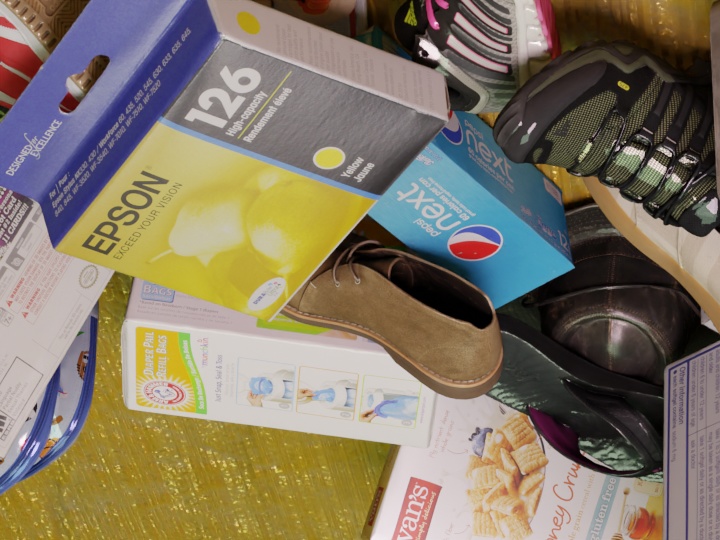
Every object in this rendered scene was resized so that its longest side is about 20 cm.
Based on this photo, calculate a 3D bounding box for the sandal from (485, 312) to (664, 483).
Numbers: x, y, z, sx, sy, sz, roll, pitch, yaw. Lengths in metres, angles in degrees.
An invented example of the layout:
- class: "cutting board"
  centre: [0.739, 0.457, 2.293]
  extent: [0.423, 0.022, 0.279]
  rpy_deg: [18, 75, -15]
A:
- class: "sandal"
  centre: [0.141, 0.095, 1.548]
  extent: [0.200, 0.048, 0.075]
  rpy_deg: [25, 135, -11]

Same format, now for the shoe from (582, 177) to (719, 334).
- class: "shoe"
  centre: [0.202, -0.017, 1.441]
  extent: [0.053, 0.200, 0.070]
  rpy_deg: [-47, 157, 22]

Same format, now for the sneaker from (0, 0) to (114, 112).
- class: "sneaker"
  centre: [-0.205, -0.163, 1.375]
  extent: [0.112, 0.071, 0.200]
  rpy_deg: [-5, 126, 56]

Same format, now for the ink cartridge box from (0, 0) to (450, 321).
- class: "ink cartridge box"
  centre: [-0.086, -0.066, 1.352]
  extent: [0.200, 0.047, 0.198]
  rpy_deg: [17, 137, -28]

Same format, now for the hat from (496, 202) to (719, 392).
- class: "hat"
  centre: [0.167, 0.043, 1.579]
  extent: [0.200, 0.081, 0.201]
  rpy_deg: [3, 143, 2]

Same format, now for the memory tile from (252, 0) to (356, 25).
- class: "memory tile"
  centre: [-0.092, -0.203, 1.334]
  extent: [0.153, 0.017, 0.200]
  rpy_deg: [-5, 135, 15]

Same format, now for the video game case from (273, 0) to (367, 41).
- class: "video game case"
  centre: [-0.065, -0.113, 1.464]
  extent: [0.143, 0.017, 0.200]
  rpy_deg: [3, 142, 5]

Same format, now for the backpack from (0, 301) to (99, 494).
- class: "backpack"
  centre: [-0.264, 0.066, 1.584]
  extent: [0.154, 0.191, 0.200]
  rpy_deg: [31, 135, -29]

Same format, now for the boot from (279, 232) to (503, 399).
- class: "boot"
  centre: [0.000, 0.000, 1.484]
  extent: [0.200, 0.074, 0.076]
  rpy_deg: [27, 151, 17]

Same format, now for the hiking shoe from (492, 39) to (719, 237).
- class: "hiking shoe"
  centre: [0.167, -0.069, 1.368]
  extent: [0.200, 0.101, 0.076]
  rpy_deg: [-4, 141, -35]

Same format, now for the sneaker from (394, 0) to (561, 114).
- class: "sneaker"
  centre: [0.057, -0.150, 1.351]
  extent: [0.087, 0.074, 0.200]
  rpy_deg: [-9, 145, 9]

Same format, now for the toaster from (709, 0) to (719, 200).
- class: "toaster"
  centre: [0.287, -0.081, 1.307]
  extent: [0.181, 0.200, 0.119]
  rpy_deg: [-18, 141, 29]

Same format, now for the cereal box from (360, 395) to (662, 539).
- class: "cereal box"
  centre: [0.115, 0.147, 1.665]
  extent: [0.200, 0.144, 0.040]
  rpy_deg: [19, 175, -10]

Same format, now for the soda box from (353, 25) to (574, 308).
- class: "soda box"
  centre: [0.044, -0.057, 1.462]
  extent: [0.068, 0.064, 0.200]
  rpy_deg: [-28, 135, 25]

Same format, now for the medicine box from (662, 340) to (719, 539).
- class: "medicine box"
  centre: [0.280, 0.117, 1.434]
  extent: [0.103, 0.182, 0.200]
  rpy_deg: [33, 136, -31]

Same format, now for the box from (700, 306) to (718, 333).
- class: "box"
  centre: [0.320, 0.026, 1.511]
  extent: [0.200, 0.060, 0.117]
  rpy_deg: [27, 138, -25]

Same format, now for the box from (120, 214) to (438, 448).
- class: "box"
  centre: [-0.046, 0.030, 1.568]
  extent: [0.200, 0.113, 0.101]
  rpy_deg: [7, 143, 0]

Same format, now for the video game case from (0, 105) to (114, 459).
- class: "video game case"
  centre: [-0.236, -0.018, 1.462]
  extent: [0.181, 0.200, 0.036]
  rpy_deg: [37, 164, -28]
